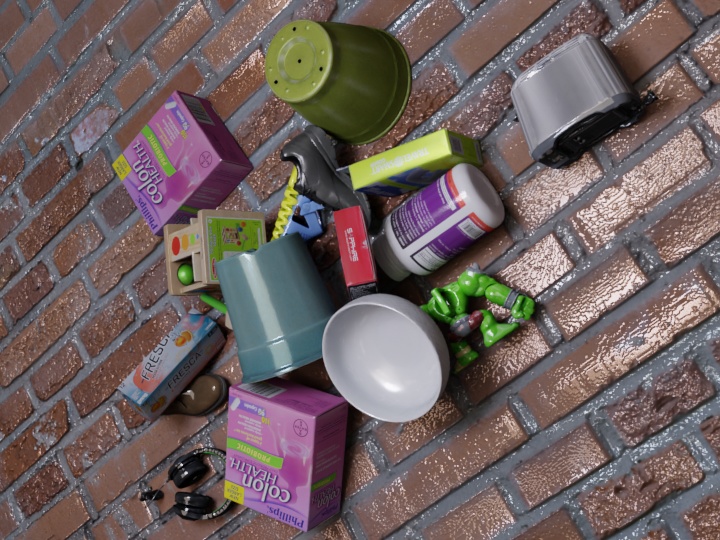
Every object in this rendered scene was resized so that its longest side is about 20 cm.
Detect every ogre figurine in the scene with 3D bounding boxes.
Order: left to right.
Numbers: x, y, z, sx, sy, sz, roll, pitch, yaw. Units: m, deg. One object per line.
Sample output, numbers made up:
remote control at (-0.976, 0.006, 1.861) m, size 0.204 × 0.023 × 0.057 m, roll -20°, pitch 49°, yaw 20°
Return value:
ogre figurine at (0.157, 0.074, 1.590) m, size 0.200 × 0.098 × 0.120 m, roll -42°, pitch 77°, yaw 35°

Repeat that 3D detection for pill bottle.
pill bottle at (0.116, -0.069, 1.615) m, size 0.200 × 0.112 × 0.113 m, roll -35°, pitch 69°, yaw 25°

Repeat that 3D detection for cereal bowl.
cereal bowl at (0.047, 0.121, 1.562) m, size 0.199 × 0.083 × 0.201 m, roll 13°, pitch 119°, yaw 24°

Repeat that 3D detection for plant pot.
plant pot at (-0.132, 0.053, 1.679) m, size 0.199 × 0.200 × 0.197 m, roll -18°, pitch 94°, yaw 29°
plant pot at (-0.050, -0.318, 1.688) m, size 0.199 × 0.193 × 0.202 m, roll -3°, pitch 85°, yaw 32°

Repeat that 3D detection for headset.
headset at (-0.303, 0.389, 1.877) m, size 0.199 × 0.094 × 0.124 m, roll -15°, pitch 74°, yaw 14°

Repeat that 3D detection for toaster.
toaster at (0.313, -0.249, 1.508) m, size 0.200 × 0.113 × 0.130 m, roll -33°, pitch 68°, yaw 27°

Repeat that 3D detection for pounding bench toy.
pounding bench toy at (-0.251, 0.010, 1.807) m, size 0.156 × 0.124 × 0.202 m, roll -15°, pitch 78°, yaw 51°

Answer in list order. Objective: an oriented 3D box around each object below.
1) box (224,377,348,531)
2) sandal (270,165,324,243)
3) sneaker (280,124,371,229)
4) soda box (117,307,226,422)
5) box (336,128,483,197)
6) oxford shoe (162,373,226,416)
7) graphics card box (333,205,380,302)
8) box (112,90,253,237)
box at (-0.124, 0.293, 1.711) m, size 0.175 × 0.096 × 0.201 m, roll 15°, pitch 109°, yaw 31°
sandal at (-0.101, -0.077, 1.775) m, size 0.087 × 0.080 × 0.201 m, roll 18°, pitch 111°, yaw -6°
sneaker at (-0.058, -0.135, 1.708) m, size 0.201 × 0.091 × 0.076 m, roll 55°, pitch 159°, yaw 4°
soda box at (-0.330, 0.166, 1.840) m, size 0.063 × 0.069 × 0.200 m, roll 29°, pitch 65°, yaw 29°
box at (0.077, -0.162, 1.639) m, size 0.199 × 0.122 × 0.048 m, roll -18°, pitch 78°, yaw 29°
oxford shoe at (-0.329, 0.230, 1.884) m, size 0.199 × 0.084 × 0.073 m, roll -16°, pitch 76°, yaw 28°
graphics card box at (0.000, 0.000, 1.624) m, size 0.050 × 0.200 × 0.126 m, roll -12°, pitch 67°, yaw 1°
box at (-0.326, -0.190, 1.905) m, size 0.200 × 0.096 × 0.176 m, roll -44°, pitch 66°, yaw 22°
